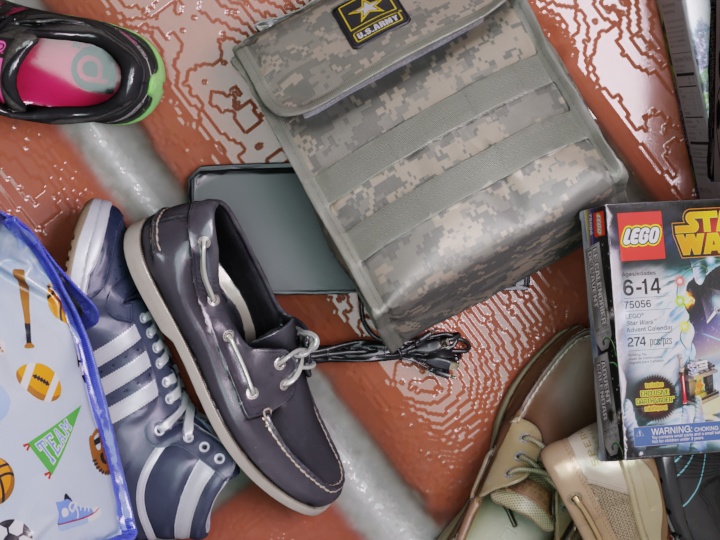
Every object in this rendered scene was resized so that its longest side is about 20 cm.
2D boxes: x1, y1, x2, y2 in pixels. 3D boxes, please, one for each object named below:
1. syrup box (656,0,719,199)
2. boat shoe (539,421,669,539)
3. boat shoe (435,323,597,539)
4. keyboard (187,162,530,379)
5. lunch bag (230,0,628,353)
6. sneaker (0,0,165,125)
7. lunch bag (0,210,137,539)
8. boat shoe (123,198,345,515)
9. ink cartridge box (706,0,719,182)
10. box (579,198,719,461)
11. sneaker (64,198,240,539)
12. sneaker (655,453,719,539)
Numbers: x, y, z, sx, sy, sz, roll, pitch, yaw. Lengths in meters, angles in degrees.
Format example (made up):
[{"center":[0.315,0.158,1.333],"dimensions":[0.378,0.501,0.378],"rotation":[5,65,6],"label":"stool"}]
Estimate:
[{"center":[0.224,-0.108,1.570],"dimensions":[0.079,0.081,0.200],"rotation":[-12,93,-3],"label":"syrup box"},{"center":[0.142,0.163,1.558],"dimensions":[0.064,0.071,0.200],"rotation":[-20,125,-5],"label":"boat shoe"},{"center":[0.100,0.129,1.583],"dimensions":[0.076,0.074,0.200],"rotation":[26,92,-3],"label":"boat shoe"},{"center":[0.000,0.000,1.601],"dimensions":[0.199,0.021,0.127],"rotation":[-1,87,-1],"label":"keyboard"},{"center":[0.036,-0.086,1.543],"dimensions":[0.164,0.118,0.200],"rotation":[-28,74,-1],"label":"lunch bag"},{"center":[-0.210,-0.123,1.555],"dimensions":[0.199,0.084,0.077],"rotation":[3,93,-2],"label":"sneaker"},{"center":[-0.225,0.068,1.515],"dimensions":[0.124,0.170,0.200],"rotation":[-19,97,-43],"label":"lunch bag"},{"center":[-0.057,0.048,1.553],"dimensions":[0.063,0.073,0.200],"rotation":[-26,104,25],"label":"boat shoe"},{"center":[0.214,-0.145,1.480],"dimensions":[0.044,0.094,0.201],"rotation":[0,94,0],"label":"ink cartridge box"},{"center":[0.221,0.028,1.493],"dimensions":[0.200,0.040,0.137],"rotation":[-4,86,-19],"label":"box"},{"center":[-0.118,0.061,1.574],"dimensions":[0.108,0.070,0.201],"rotation":[5,99,2],"label":"sneaker"},{"center":[0.191,0.075,1.551],"dimensions":[0.079,0.075,0.200],"rotation":[-15,114,3],"label":"sneaker"}]
